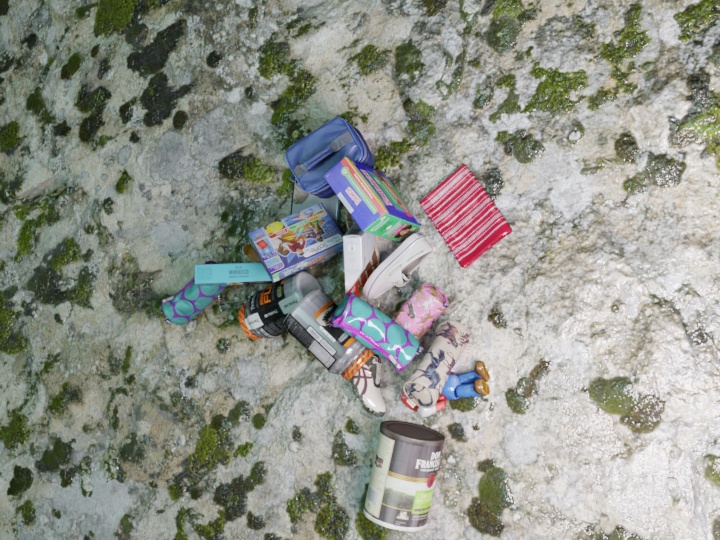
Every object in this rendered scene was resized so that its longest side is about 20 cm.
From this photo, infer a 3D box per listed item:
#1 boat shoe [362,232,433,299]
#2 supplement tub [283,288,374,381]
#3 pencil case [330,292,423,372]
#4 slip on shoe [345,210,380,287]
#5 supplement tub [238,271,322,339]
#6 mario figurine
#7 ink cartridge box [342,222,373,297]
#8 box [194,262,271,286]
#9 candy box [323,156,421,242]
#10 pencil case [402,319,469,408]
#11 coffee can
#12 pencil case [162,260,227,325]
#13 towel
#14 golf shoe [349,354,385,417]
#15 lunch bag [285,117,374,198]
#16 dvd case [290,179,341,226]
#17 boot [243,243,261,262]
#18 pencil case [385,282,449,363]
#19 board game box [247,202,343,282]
[{"bbox_3d":[0.089,0.004,1.736,0.200,0.072,0.066,-45,64,10],"label":"boat shoe"},{"bbox_3d":[-0.068,0.148,1.697,0.200,0.123,0.123,43,107,5],"label":"supplement tub"},{"bbox_3d":[0.033,0.135,1.610,0.200,0.092,0.085,36,127,-13],"label":"pencil case"},{"bbox_3d":[0.006,-0.061,1.793,0.076,0.061,0.200,-10,100,12],"label":"slip on shoe"},{"bbox_3d":[-0.196,0.092,1.853,0.200,0.122,0.123,-26,74,24],"label":"supplement tub"},{"bbox_3d":[0.175,0.251,1.639,0.200,0.123,0.106,-19,89,22],"label":"mario figurine"},{"bbox_3d":[0.000,0.000,1.692,0.047,0.160,0.201,-1,106,10],"label":"ink cartridge box"},{"bbox_3d":[-0.314,0.010,1.894,0.199,0.082,0.049,-2,85,-5],"label":"box"},{"bbox_3d":[0.031,-0.158,1.703,0.077,0.200,0.169,-42,68,20],"label":"candy box"},{"bbox_3d":[0.162,0.201,1.603,0.078,0.200,0.090,31,144,7],"label":"pencil case"},{"bbox_3d":[0.096,0.449,1.649,0.146,0.146,0.201,13,93,29],"label":"coffee can"},{"bbox_3d":[-0.443,0.062,2.002,0.200,0.092,0.085,-40,32,19],"label":"pencil case"},{"bbox_3d":[0.234,-0.122,1.690,0.145,0.022,0.200,-39,69,20],"label":"towel"},{"bbox_3d":[0.018,0.244,1.752,0.088,0.077,0.200,-33,72,15],"label":"golf shoe"},{"bbox_3d":[-0.081,-0.266,1.792,0.200,0.132,0.136,-33,77,12],"label":"lunch bag"},{"bbox_3d":[-0.112,-0.185,1.888,0.142,0.018,0.201,4,88,28],"label":"dvd case"},{"bbox_3d":[-0.188,-0.062,1.883,0.144,0.201,0.071,-150,52,-66],"label":"boot"},{"bbox_3d":[0.116,0.124,1.700,0.087,0.083,0.200,43,106,14],"label":"pencil case"},{"bbox_3d":[-0.150,-0.069,1.785,0.200,0.034,0.136,-24,62,-16],"label":"board game box"}]
